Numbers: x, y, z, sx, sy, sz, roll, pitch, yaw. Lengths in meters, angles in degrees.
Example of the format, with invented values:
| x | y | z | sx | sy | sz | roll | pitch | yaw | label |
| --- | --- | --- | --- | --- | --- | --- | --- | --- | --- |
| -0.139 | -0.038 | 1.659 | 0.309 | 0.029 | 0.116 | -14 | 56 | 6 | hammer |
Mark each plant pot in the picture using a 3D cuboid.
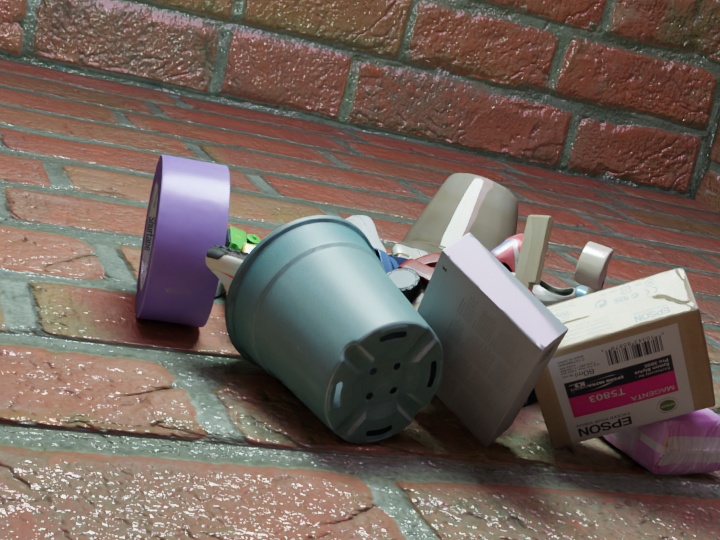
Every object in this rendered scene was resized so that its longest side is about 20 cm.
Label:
| x | y | z | sx | sy | sz | roll | pitch | yaw | label |
| --- | --- | --- | --- | --- | --- | --- | --- | --- | --- |
| -0.019 | 0.073 | 1.269 | 0.198 | 0.203 | 0.196 | 4 | 25 | -36 | plant pot |
| 0.156 | -0.041 | 1.743 | 0.197 | 0.176 | 0.200 | 22 | -15 | 6 | plant pot |

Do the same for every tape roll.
| x | y | z | sx | sy | sz | roll | pitch | yaw | label |
| --- | --- | --- | --- | --- | --- | --- | --- | --- | --- |
| -0.220 | -0.036 | 1.425 | 0.084 | 0.203 | 0.200 | 9 | 15 | -14 | tape roll |

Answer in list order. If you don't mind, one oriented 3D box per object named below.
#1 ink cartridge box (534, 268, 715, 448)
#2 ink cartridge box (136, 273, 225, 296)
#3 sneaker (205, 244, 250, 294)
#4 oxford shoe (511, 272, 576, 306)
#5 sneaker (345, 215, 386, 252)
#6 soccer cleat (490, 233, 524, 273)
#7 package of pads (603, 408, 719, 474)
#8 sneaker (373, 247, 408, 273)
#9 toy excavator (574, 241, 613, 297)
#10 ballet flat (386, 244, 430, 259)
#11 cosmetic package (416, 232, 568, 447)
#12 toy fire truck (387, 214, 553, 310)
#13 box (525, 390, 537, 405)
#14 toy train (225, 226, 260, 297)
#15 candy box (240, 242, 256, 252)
| x | y | z | sx | sy | sz | roll | pitch | yaw | label |
| --- | --- | --- | --- | --- | --- | --- | --- | --- | --- |
| 0.290 | 0.103 | 1.316 | 0.197 | 0.166 | 0.076 | -17 | 39 | 10 | ink cartridge box |
| -0.226 | 0.003 | 1.624 | 0.093 | 0.038 | 0.200 | 18 | 12 | 12 | ink cartridge box |
| -0.114 | 0.045 | 1.353 | 0.070 | 0.095 | 0.199 | 13 | -15 | 41 | sneaker |
| 0.201 | 0.027 | 1.555 | 0.197 | 0.059 | 0.075 | 14 | 16 | 1 | oxford shoe |
| -0.036 | -0.040 | 1.725 | 0.114 | 0.075 | 0.200 | 7 | 17 | -15 | sneaker |
| 0.218 | 0.041 | 1.640 | 0.076 | 0.202 | 0.067 | -19 | 37 | -21 | soccer cleat |
| 0.351 | 0.180 | 1.437 | 0.119 | 0.077 | 0.200 | 8 | 15 | -30 | package of pads |
| 0.000 | 0.000 | 1.461 | 0.197 | 0.083 | 0.075 | 2 | 51 | -25 | sneaker |
| 0.324 | 0.053 | 1.640 | 0.099 | 0.203 | 0.194 | 19 | 14 | 23 | toy excavator |
| 0.036 | -0.004 | 1.596 | 0.197 | 0.064 | 0.068 | -8 | 38 | 2 | ballet flat |
| 0.128 | 0.079 | 1.265 | 0.051 | 0.201 | 0.151 | -33 | 68 | -33 | cosmetic package |
| 0.143 | 0.018 | 1.424 | 0.175 | 0.130 | 0.199 | 25 | 46 | 36 | toy fire truck |
| 0.157 | 0.098 | 1.535 | 0.198 | 0.087 | 0.163 | 25 | 18 | 36 | box |
| -0.161 | 0.001 | 1.590 | 0.056 | 0.042 | 0.201 | 21 | 24 | -20 | toy train |
| -0.061 | 0.033 | 1.478 | 0.197 | 0.027 | 0.103 | 15 | 47 | -16 | candy box |
